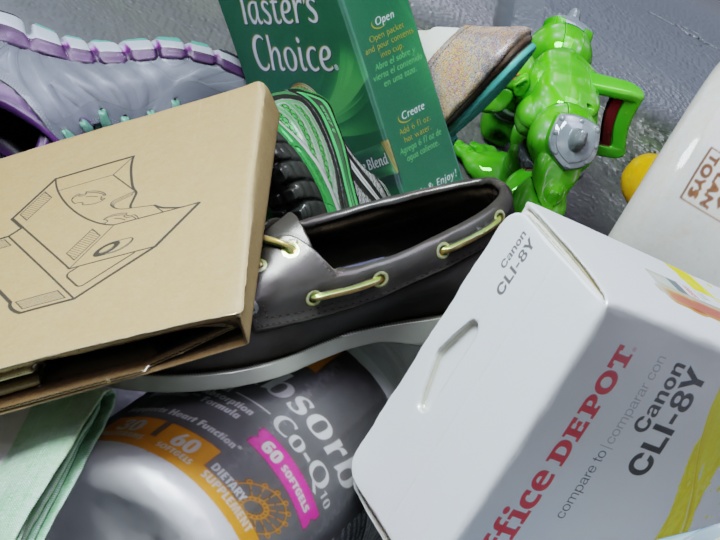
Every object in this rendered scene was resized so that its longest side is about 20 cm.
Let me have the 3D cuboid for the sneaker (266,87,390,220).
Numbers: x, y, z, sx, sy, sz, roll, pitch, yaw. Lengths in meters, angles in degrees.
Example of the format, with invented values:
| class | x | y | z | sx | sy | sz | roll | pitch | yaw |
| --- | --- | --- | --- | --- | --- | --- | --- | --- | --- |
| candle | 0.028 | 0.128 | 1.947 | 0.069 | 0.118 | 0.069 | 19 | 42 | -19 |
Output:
| class | x | y | z | sx | sy | sz | roll | pitch | yaw |
| --- | --- | --- | --- | --- | --- | --- | --- | --- | --- |
| sneaker | 0.000 | 0.000 | 0.967 | 0.085 | 0.078 | 0.201 | -41 | 111 | -44 |

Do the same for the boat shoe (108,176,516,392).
| class | x | y | z | sx | sy | sz | roll | pitch | yaw |
| --- | --- | --- | --- | --- | --- | --- | --- | --- | --- |
| boat shoe | -0.025 | 0.003 | 0.832 | 0.200 | 0.061 | 0.072 | -11 | 25 | -22 |

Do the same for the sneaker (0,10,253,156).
| class | x | y | z | sx | sy | sz | roll | pitch | yaw |
| --- | --- | --- | --- | --- | --- | --- | --- | --- | --- |
| sneaker | -0.142 | -0.078 | 1.054 | 0.199 | 0.075 | 0.088 | 7 | 55 | -15 |

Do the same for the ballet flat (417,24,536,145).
| class | x | y | z | sx | sy | sz | roll | pitch | yaw |
| --- | --- | --- | --- | --- | --- | --- | --- | --- | --- |
| ballet flat | 0.029 | -0.089 | 1.069 | 0.067 | 0.200 | 0.068 | 43 | 59 | 3 |

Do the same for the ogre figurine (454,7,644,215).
| class | x | y | z | sx | sy | sz | roll | pitch | yaw |
| --- | --- | --- | --- | --- | --- | --- | --- | --- | --- |
| ogre figurine | 0.102 | -0.075 | 1.160 | 0.098 | 0.120 | 0.200 | 31 | 35 | 4 |

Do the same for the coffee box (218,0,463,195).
| class | x | y | z | sx | sy | sz | roll | pitch | yaw |
| --- | --- | --- | --- | --- | --- | --- | --- | --- | --- |
| coffee box | -0.014 | -0.101 | 1.023 | 0.044 | 0.201 | 0.123 | -28 | 21 | -29 |

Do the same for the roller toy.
| class | x | y | z | sx | sy | sz | roll | pitch | yaw |
| --- | --- | --- | --- | --- | --- | --- | --- | --- | --- |
| roller toy | 0.210 | -0.023 | 1.109 | 0.139 | 0.201 | 0.183 | 32 | 41 | 7 |

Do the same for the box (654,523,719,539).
| class | x | y | z | sx | sy | sz | roll | pitch | yaw |
| --- | --- | --- | --- | --- | --- | --- | --- | --- | --- |
| box | 0.093 | 0.156 | 0.765 | 0.137 | 0.199 | 0.040 | 33 | 46 | -45 |

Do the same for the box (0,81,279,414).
| class | x | y | z | sx | sy | sz | roll | pitch | yaw |
| --- | --- | --- | --- | --- | --- | --- | --- | --- | --- |
| box | -0.116 | -0.008 | 0.818 | 0.162 | 0.021 | 0.200 | -16 | 28 | 10 |

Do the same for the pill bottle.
| class | x | y | z | sx | sy | sz | roll | pitch | yaw |
| --- | --- | --- | --- | --- | --- | --- | --- | --- | --- |
| pill bottle | -0.047 | 0.090 | 0.855 | 0.116 | 0.117 | 0.200 | 37 | 36 | 12 |

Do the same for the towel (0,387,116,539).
| class | x | y | z | sx | sy | sz | roll | pitch | yaw |
| --- | --- | --- | --- | --- | --- | --- | --- | --- | --- |
| towel | -0.210 | 0.086 | 0.747 | 0.198 | 0.024 | 0.153 | 0 | 31 | 14 |

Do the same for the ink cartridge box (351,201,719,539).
| class | x | y | z | sx | sy | sz | roll | pitch | yaw |
| --- | --- | --- | --- | --- | --- | --- | --- | --- | --- |
| ink cartridge box | 0.118 | 0.080 | 0.817 | 0.199 | 0.146 | 0.083 | 21 | 18 | -31 |
